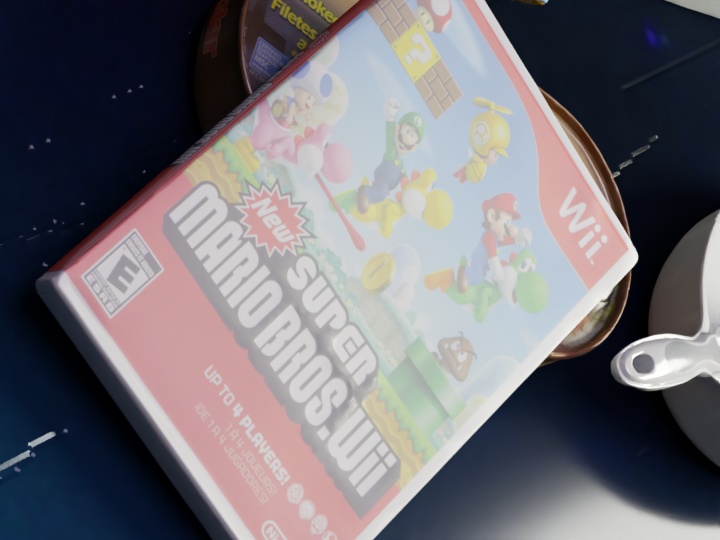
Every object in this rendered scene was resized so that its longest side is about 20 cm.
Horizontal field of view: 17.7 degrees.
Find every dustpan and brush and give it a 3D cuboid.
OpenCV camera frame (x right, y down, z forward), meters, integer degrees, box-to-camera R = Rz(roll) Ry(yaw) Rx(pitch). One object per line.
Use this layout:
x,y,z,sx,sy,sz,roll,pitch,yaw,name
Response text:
0.148,0.034,0.931,0.200,0.057,0.140,-8,79,-45,dustpan and brush

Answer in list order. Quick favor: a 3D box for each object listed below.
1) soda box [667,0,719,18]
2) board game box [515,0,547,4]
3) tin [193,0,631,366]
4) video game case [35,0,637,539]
0.212,-0.146,1.061,0.200,0.068,0.064,12,66,-40,soda box
0.045,-0.227,0.873,0.165,0.057,0.200,28,90,-32,board game box
0.022,-0.040,0.857,0.200,0.042,0.112,36,55,-27,tin
0.000,0.000,0.789,0.200,0.017,0.143,-44,110,-29,video game case
